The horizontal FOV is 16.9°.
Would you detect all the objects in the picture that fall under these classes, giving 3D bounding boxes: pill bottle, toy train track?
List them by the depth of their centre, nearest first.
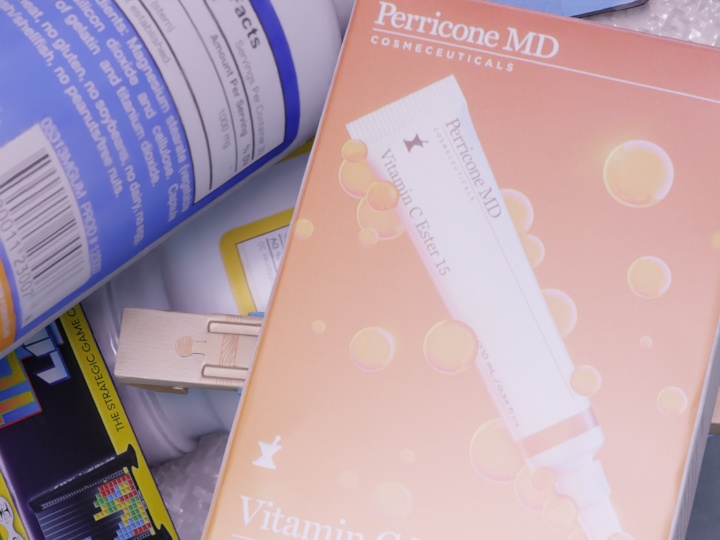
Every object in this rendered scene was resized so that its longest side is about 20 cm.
[{"bbox_3d":[-0.077,-0.063,0.720,0.200,0.112,0.112,-38,101,-26],"label":"pill bottle"},{"bbox_3d":[0.023,0.034,0.764,0.199,0.033,0.115,4,74,8],"label":"toy train track"},{"bbox_3d":[0.000,0.000,0.835,0.199,0.112,0.113,-19,102,9],"label":"pill bottle"}]

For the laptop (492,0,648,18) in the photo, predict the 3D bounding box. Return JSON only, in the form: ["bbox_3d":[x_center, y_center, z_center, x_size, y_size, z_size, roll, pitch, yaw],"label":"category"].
[{"bbox_3d":[-0.023,-0.151,0.799,0.115,0.200,0.188,-1,108,44],"label":"laptop"}]

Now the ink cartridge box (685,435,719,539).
[{"bbox_3d":[0.125,0.052,0.877,0.199,0.039,0.100,-20,101,9],"label":"ink cartridge box"}]

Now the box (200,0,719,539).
[{"bbox_3d":[0.038,0.035,0.692,0.124,0.098,0.201,12,75,10],"label":"box"}]

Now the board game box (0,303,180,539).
[{"bbox_3d":[-0.154,0.039,0.821,0.165,0.057,0.201,-26,86,49],"label":"board game box"}]
